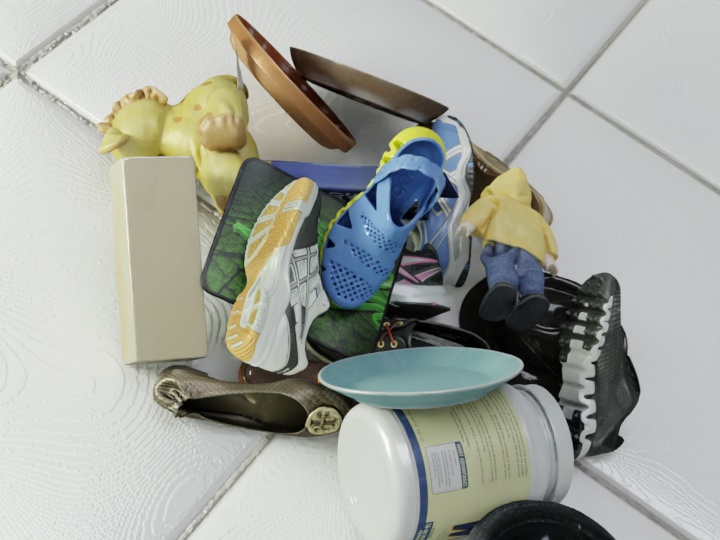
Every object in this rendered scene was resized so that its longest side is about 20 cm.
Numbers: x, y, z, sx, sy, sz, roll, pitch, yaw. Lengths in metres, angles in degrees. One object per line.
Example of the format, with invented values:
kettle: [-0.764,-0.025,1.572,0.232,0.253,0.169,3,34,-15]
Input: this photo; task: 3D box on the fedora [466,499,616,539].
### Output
fedora: [0.168,0.316,1.490,0.199,0.092,0.202,13,55,-20]

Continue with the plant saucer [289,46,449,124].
plant saucer: [0.006,-0.210,1.836,0.198,0.032,0.200,21,3,-1]

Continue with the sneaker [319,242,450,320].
sneaker: [0.000,0.000,1.697,0.198,0.080,0.087,9,68,-28]

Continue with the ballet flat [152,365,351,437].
ballet flat: [-0.107,0.135,1.561,0.198,0.068,0.047,11,30,-4]

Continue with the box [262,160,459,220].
box: [0.001,-0.085,1.706,0.198,0.121,0.033,2,78,13]

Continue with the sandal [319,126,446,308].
sandal: [0.024,-0.052,1.589,0.079,0.201,0.087,27,5,-15]

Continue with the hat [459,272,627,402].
hat: [0.213,0.053,1.737,0.198,0.081,0.202,10,48,-12]

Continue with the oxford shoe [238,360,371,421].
oxford shoe: [-0.024,0.114,1.606,0.198,0.073,0.072,14,48,-9]

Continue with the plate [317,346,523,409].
plate: [0.058,0.105,1.516,0.198,0.026,0.200,-3,8,0]

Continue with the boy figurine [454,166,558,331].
boy figurine: [0.156,-0.035,1.710,0.123,0.065,0.201,17,44,-18]

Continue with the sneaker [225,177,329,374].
sneaker: [-0.068,0.009,1.573,0.087,0.075,0.202,29,66,-29]

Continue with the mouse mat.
mouse mat: [-0.055,-0.011,1.622,0.199,0.008,0.162,26,63,-17]

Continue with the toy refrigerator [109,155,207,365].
toy refrigerator: [-0.204,-0.009,1.591,0.075,0.070,0.203,-3,85,-21]

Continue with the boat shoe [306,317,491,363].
boat shoe: [0.040,0.077,1.670,0.199,0.063,0.074,15,51,-6]

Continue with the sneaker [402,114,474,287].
sneaker: [0.086,-0.083,1.782,0.076,0.076,0.202,4,70,-5]

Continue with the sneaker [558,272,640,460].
sneaker: [0.256,0.103,1.673,0.090,0.066,0.203,6,94,-31]

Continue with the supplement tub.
supplement tub: [0.092,0.186,1.541,0.198,0.146,0.146,-7,55,-25]

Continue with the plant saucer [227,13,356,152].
plant saucer: [-0.083,-0.208,1.802,0.032,0.200,0.201,-43,68,6]

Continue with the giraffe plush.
giraffe plush: [-0.197,-0.139,1.710,0.160,0.173,0.202,-10,80,1]

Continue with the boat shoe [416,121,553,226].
boat shoe: [0.138,-0.104,1.858,0.200,0.072,0.064,40,15,25]
